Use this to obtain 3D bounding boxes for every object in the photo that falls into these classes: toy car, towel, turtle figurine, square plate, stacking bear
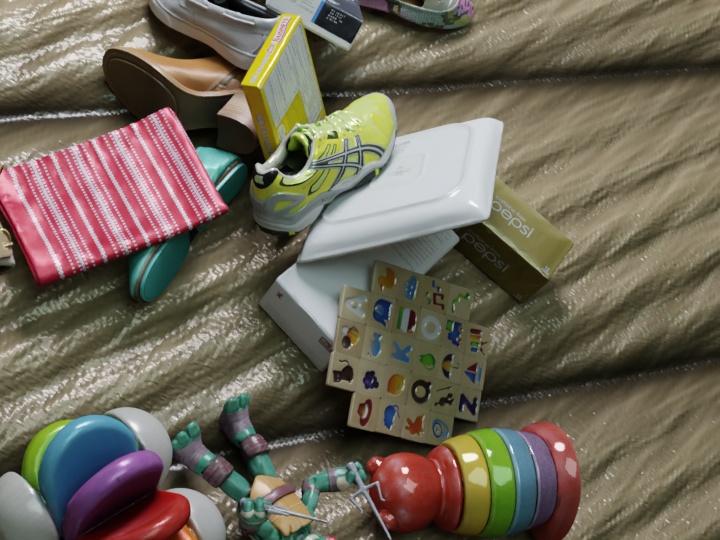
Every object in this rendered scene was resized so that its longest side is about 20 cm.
[{"bbox_3d":[-0.212,0.209,1.222,0.175,0.150,0.200,-30,80,-31],"label":"toy car"},{"bbox_3d":[-0.246,-0.074,1.373,0.199,0.023,0.145,-22,61,-15],"label":"towel"},{"bbox_3d":[-0.077,0.210,1.308,0.200,0.101,0.149,42,27,17],"label":"turtle figurine"},{"bbox_3d":[0.041,-0.089,1.431,0.199,0.199,0.029,-75,148,-54],"label":"square plate"},{"bbox_3d":[0.103,0.211,1.387,0.199,0.114,0.122,-3,67,-20],"label":"stacking bear"}]

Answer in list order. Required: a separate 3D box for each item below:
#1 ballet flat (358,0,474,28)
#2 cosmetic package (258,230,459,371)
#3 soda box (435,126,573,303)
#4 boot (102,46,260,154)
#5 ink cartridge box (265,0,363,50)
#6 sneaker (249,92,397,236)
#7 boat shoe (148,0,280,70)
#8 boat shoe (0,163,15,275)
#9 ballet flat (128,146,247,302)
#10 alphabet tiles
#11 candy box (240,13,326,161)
[{"bbox_3d":[0.051,-0.330,1.641,0.199,0.071,0.070,11,61,-19],"label":"ballet flat"},{"bbox_3d":[0.000,0.000,1.461,0.102,0.074,0.200,47,60,3],"label":"cosmetic package"},{"bbox_3d":[0.131,-0.060,1.547,0.200,0.068,0.064,40,56,-1],"label":"soda box"},{"bbox_3d":[-0.157,-0.206,1.499,0.199,0.074,0.155,28,44,6],"label":"boot"},{"bbox_3d":[-0.050,-0.289,1.522,0.099,0.039,0.200,26,14,-11],"label":"ink cartridge box"},{"bbox_3d":[-0.031,-0.118,1.405,0.075,0.077,0.200,24,55,28],"label":"sneaker"},{"bbox_3d":[-0.152,-0.275,1.482,0.072,0.069,0.200,-14,39,-36],"label":"boat shoe"},{"bbox_3d":[-0.355,-0.011,1.313,0.069,0.074,0.201,14,71,-11],"label":"boat shoe"},{"bbox_3d":[-0.190,-0.050,1.416,0.070,0.068,0.200,23,56,17],"label":"ballet flat"},{"bbox_3d":[0.052,0.086,1.429,0.199,0.006,0.167,17,77,-36],"label":"alphabet tiles"},{"bbox_3d":[-0.070,-0.152,1.439,0.026,0.200,0.103,11,55,19],"label":"candy box"}]
